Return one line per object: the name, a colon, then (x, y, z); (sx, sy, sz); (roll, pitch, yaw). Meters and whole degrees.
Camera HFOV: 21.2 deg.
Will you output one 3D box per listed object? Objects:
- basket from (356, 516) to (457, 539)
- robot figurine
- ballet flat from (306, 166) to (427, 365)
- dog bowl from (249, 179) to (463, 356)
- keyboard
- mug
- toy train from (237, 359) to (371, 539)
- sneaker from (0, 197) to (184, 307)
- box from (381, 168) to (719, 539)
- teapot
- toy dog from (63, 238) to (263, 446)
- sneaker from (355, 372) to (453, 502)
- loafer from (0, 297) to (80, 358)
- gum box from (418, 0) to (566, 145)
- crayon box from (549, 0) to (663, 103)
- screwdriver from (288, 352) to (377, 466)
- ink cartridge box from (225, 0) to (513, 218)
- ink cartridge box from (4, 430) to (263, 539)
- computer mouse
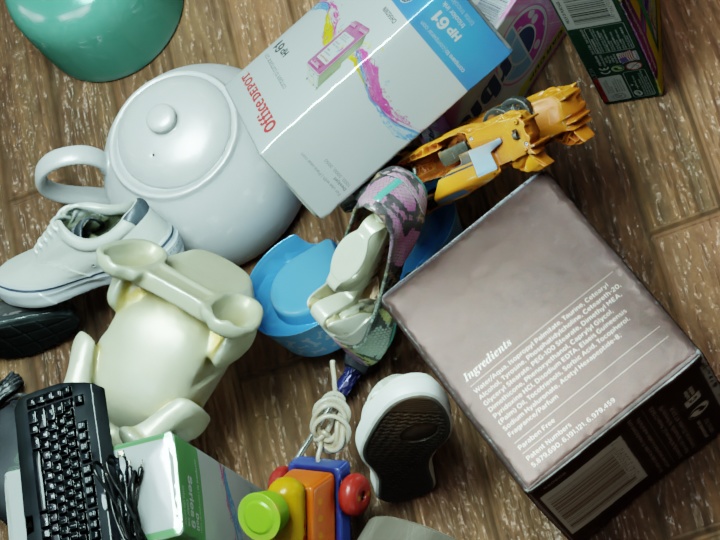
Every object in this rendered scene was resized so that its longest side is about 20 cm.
basket: (0.019, 0.299, 1.445); (0.136, 0.180, 0.201); (-19, 45, 62)
robot figurine: (0.077, -0.083, 1.503); (0.199, 0.145, 0.058); (-23, 95, 39)
ballet flat: (-0.002, 0.006, 1.475); (0.069, 0.201, 0.071); (41, 48, 23)
dog bowl: (0.000, 0.000, 1.606); (0.199, 0.050, 0.112); (-31, 43, 7)
keyboard: (-0.207, 0.173, 1.410); (0.104, 0.040, 0.201); (-17, 69, 14)
mug: (-0.265, -0.277, 1.791); (0.152, 0.114, 0.185); (-48, 62, -2)
toy train: (-0.054, 0.176, 1.497); (0.084, 0.116, 0.201); (2, 96, 30)
sneaker: (-0.241, -0.023, 1.637); (0.199, 0.071, 0.073); (-14, 31, 31)
box: (0.153, 0.069, 1.470); (0.164, 0.166, 0.200); (-38, 62, 2)
teapot: (-0.150, -0.101, 1.663); (0.197, 0.146, 0.200); (32, 84, 28)
toy dog: (-0.173, 0.083, 1.557); (0.139, 0.194, 0.201); (26, 107, 1)
sneaker: (0.026, 0.109, 1.485); (0.072, 0.200, 0.085); (-8, 65, -8)
loafer: (-0.344, 0.039, 1.724); (0.199, 0.073, 0.073); (-8, 62, 16)
gum box: (0.107, -0.193, 1.619); (0.066, 0.114, 0.200); (29, 82, 28)
crayon box: (0.198, -0.258, 1.562); (0.058, 0.200, 0.173); (-7, 67, 18)
screwdriver: (-0.027, 0.116, 1.596); (0.028, 0.029, 0.200); (34, 82, -4)
ink cartridge box: (0.002, -0.156, 1.504); (0.200, 0.085, 0.145); (-42, 30, 7)
ink cartridge box: (-0.170, 0.205, 1.519); (0.145, 0.200, 0.088); (-15, 68, 13)
computer mouse: (-0.307, 0.159, 1.631); (0.200, 0.053, 0.139); (23, 74, 50)
